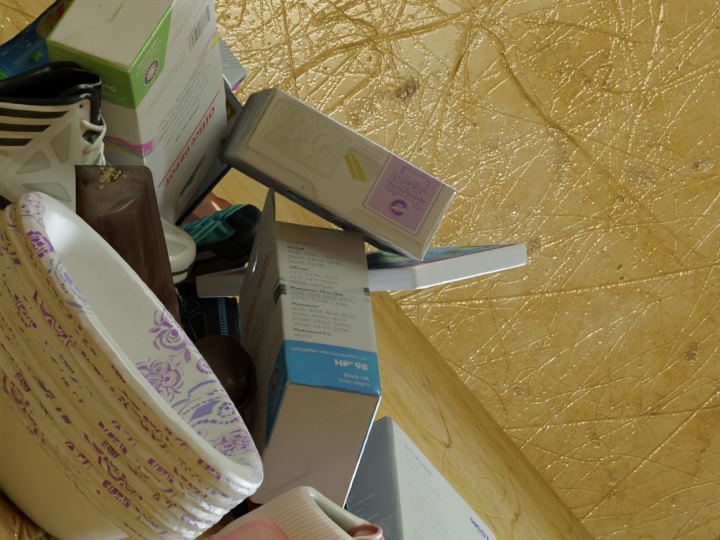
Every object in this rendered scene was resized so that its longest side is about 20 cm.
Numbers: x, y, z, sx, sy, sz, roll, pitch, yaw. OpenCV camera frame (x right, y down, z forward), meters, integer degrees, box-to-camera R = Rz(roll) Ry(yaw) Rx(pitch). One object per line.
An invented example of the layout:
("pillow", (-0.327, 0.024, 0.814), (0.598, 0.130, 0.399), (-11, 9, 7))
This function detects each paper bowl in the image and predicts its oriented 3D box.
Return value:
("paper bowl", (-0.150, 0.065, 1.327), (0.201, 0.104, 0.201), (52, 5, -6))

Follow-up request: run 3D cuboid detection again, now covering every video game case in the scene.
("video game case", (0.000, 0.000, 1.818), (0.143, 0.199, 0.018), (-12, 98, -52))

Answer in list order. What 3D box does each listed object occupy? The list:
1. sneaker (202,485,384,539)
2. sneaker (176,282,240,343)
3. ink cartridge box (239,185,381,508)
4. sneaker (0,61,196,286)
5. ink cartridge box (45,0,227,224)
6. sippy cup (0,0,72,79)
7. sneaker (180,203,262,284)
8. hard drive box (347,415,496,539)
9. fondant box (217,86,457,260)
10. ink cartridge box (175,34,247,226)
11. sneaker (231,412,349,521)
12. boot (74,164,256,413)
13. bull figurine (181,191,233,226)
("sneaker", (-0.006, 0.222, 1.555), (0.200, 0.105, 0.075), (53, 3, -6))
("sneaker", (-0.132, 0.033, 1.884), (0.200, 0.082, 0.073), (51, 7, -4))
("ink cartridge box", (-0.037, 0.049, 1.687), (0.066, 0.116, 0.200), (7, 41, -12))
("sneaker", (-0.172, -0.063, 1.620), (0.200, 0.116, 0.076), (21, 25, -32))
("ink cartridge box", (-0.149, -0.122, 1.709), (0.067, 0.117, 0.200), (20, -32, 16))
("sippy cup", (-0.197, -0.146, 1.835), (0.178, 0.130, 0.140), (43, -5, -32))
("sneaker", (-0.113, 0.005, 1.951), (0.088, 0.074, 0.200), (59, -27, -12))
("hard drive box", (0.038, 0.230, 1.797), (0.156, 0.077, 0.200), (50, 21, -31))
("fondant box", (-0.020, -0.068, 1.758), (0.144, 0.058, 0.200), (29, 0, -8))
("ink cartridge box", (-0.178, -0.122, 1.938), (0.200, 0.196, 0.043), (53, 32, 12))
("sneaker", (-0.059, 0.149, 1.748), (0.200, 0.079, 0.096), (54, 3, 21))
("boot", (-0.127, 0.009, 1.587), (0.186, 0.064, 0.201), (-69, 147, -66))
("bull figurine", (-0.172, -0.063, 2.059), (0.200, 0.065, 0.121), (39, -10, 3))
